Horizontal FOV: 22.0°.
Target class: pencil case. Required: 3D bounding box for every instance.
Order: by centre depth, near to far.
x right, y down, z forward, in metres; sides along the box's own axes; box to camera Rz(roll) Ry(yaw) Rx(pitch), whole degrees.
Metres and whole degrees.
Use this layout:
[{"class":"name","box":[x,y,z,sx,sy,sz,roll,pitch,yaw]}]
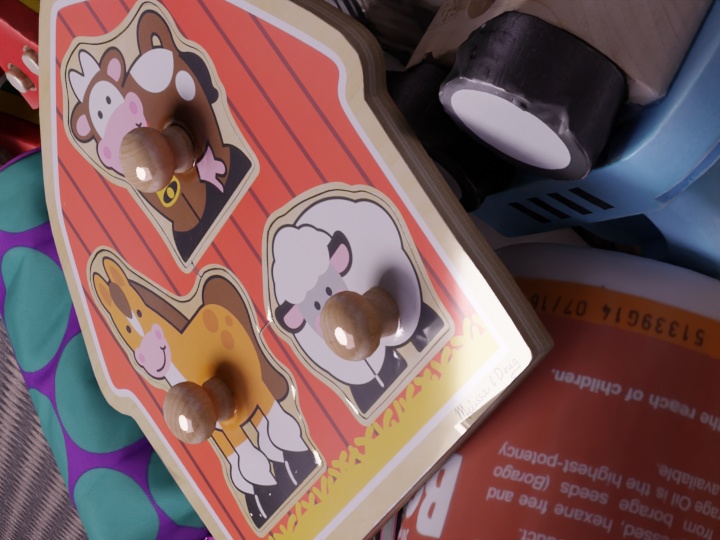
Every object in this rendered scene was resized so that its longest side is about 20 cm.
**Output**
[{"class":"pencil case","box":[-0.093,0.039,0.750,0.201,0.085,0.093,63,149,21]}]

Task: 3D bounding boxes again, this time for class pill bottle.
[{"class":"pill bottle","box":[0.062,0.102,0.559,0.111,0.202,0.112,16,169,3]}]

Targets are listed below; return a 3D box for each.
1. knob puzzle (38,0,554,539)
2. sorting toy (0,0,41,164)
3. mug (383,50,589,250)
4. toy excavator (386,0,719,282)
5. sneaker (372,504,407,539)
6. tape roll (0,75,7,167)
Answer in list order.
[{"class":"knob puzzle","box":[-0.050,-0.008,0.567,0.219,0.030,0.222,24,124,40]},{"class":"sorting toy","box":[-0.139,-0.098,0.874,0.198,0.070,0.201,21,153,45]},{"class":"mug","box":[-0.005,0.002,0.741,0.154,0.149,0.187,52,151,11]},{"class":"toy excavator","box":[0.097,-0.029,0.583,0.199,0.100,0.194,36,163,-16]},{"class":"sneaker","box":[0.042,0.116,0.685,0.074,0.200,0.087,46,-177,-25]},{"class":"tape roll","box":[-0.230,-0.093,0.962,0.203,0.037,0.204,-90,-26,-69]}]
